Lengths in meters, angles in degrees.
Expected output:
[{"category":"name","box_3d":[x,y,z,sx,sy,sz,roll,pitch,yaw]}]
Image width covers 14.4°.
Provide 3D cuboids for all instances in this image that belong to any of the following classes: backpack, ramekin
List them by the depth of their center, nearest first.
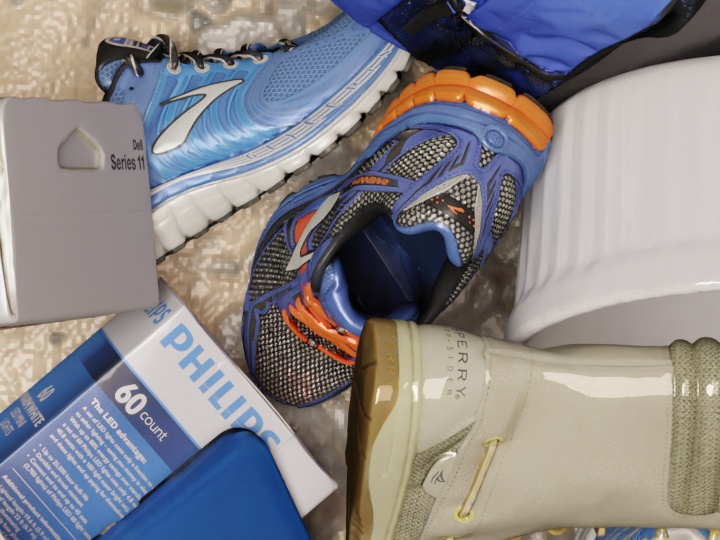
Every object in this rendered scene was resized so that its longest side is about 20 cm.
[{"category":"backpack","box_3d":[0.065,-0.158,1.045,0.168,0.200,0.163,31,78,-15]},{"category":"ramekin","box_3d":[0.154,-0.010,1.107,0.200,0.201,0.098,2,72,-4]}]

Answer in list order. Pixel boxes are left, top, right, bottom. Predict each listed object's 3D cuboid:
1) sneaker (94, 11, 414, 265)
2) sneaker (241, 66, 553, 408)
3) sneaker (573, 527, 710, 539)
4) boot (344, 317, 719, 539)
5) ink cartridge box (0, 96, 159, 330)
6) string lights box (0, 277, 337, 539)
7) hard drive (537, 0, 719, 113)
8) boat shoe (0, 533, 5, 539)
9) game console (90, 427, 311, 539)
[{"category":"sneaker","box_3d":[-0.063,-0.066,1.149,0.200,0.079,0.089,-33,94,-4]},{"category":"sneaker","box_3d":[0.000,0.000,1.106,0.075,0.200,0.079,30,50,-6]},{"category":"sneaker","box_3d":[0.100,0.181,1.158,0.076,0.077,0.200,11,90,-6]},{"category":"boot","box_3d":[0.071,0.086,1.102,0.154,0.200,0.072,0,57,-3]},{"category":"ink cartridge box","box_3d":[-0.193,-0.012,1.073,0.200,0.147,0.083,-7,90,19]},{"category":"string lights box","box_3d":[-0.120,0.109,1.139,0.200,0.059,0.103,-40,108,-4]},{"category":"hard drive","box_3d":[0.122,-0.153,1.187,0.200,0.033,0.140,-21,91,-4]},{"category":"boat shoe","box_3d":[-0.189,0.172,1.033,0.072,0.068,0.200,38,108,10]},{"category":"game console","box_3d":[-0.092,0.187,1.126,0.170,0.118,0.200,-16,111,20]}]
